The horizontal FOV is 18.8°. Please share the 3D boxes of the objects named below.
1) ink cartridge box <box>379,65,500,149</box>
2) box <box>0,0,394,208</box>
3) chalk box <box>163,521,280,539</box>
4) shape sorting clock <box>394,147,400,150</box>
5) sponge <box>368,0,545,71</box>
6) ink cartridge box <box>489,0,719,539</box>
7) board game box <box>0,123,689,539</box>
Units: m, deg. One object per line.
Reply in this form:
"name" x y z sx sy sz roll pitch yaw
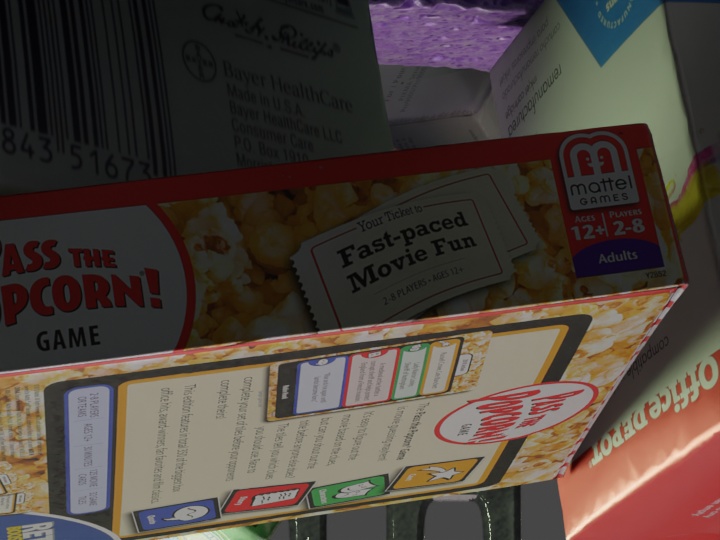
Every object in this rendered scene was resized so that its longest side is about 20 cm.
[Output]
"ink cartridge box" 0.013 -0.013 0.923 0.199 0.050 0.161 -3 134 40
"box" -0.120 -0.022 0.616 0.200 0.105 0.183 -26 153 38
"chalk box" -0.062 0.032 0.815 0.124 0.125 0.200 38 155 -1
"shape sorting clock" 0.000 0.000 0.873 0.199 0.039 0.200 28 153 16
"sponge" -0.019 -0.090 0.710 0.199 0.030 0.112 1 177 -17
"ink cartridge box" 0.101 0.005 0.628 0.067 0.201 0.116 1 156 -20
"board game box" -0.032 0.026 0.564 0.199 0.047 0.152 -7 158 -11
